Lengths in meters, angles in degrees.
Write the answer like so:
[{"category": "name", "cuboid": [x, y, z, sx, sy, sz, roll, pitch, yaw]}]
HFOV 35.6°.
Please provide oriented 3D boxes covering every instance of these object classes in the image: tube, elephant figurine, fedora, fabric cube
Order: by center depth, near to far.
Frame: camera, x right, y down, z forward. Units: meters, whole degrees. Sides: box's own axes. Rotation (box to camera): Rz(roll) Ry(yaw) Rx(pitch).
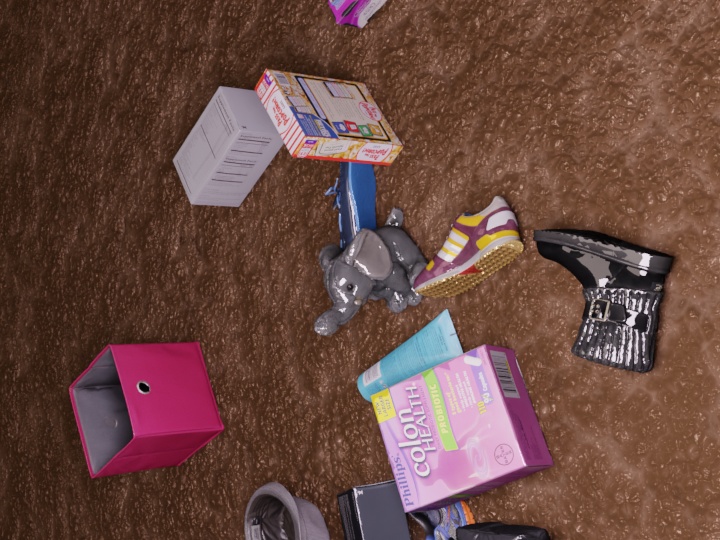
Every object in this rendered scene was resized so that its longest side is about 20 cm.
[{"category": "elephant figurine", "cuboid": [0.000, 0.000, 1.694, 0.155, 0.200, 0.142, 49, 125, 37]}, {"category": "tube", "cuboid": [0.076, 0.140, 1.727, 0.200, 0.050, 0.078, -37, 67, 37]}, {"category": "fedora", "cuboid": [-0.117, 0.449, 1.908, 0.200, 0.090, 0.177, 6, 93, 55]}, {"category": "fabric cube", "cuboid": [-0.416, 0.267, 2.170, 0.200, 0.199, 0.197, -41, 59, 41]}]

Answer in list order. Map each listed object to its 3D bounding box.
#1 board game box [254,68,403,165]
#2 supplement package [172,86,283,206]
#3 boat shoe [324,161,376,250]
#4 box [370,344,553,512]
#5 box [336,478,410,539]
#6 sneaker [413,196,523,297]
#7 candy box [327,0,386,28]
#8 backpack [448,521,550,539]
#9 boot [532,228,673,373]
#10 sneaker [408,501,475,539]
[{"category": "board game box", "cuboid": [-0.048, -0.239, 1.752, 0.046, 0.200, 0.152, -52, 53, 35]}, {"category": "supplement package", "cuboid": [-0.237, -0.222, 2.036, 0.200, 0.109, 0.114, -48, 55, 37]}, {"category": "boat shoe", "cuboid": [-0.021, -0.106, 1.806, 0.069, 0.084, 0.200, -4, 84, 37]}, {"category": "box", "cuboid": [0.139, 0.223, 1.572, 0.200, 0.097, 0.176, -27, 68, 27]}, {"category": "box", "cuboid": [0.029, 0.430, 1.714, 0.141, 0.079, 0.200, 123, 137, -73]}, {"category": "sneaker", "cuboid": [0.151, -0.031, 1.628, 0.200, 0.075, 0.090, -31, 59, 37]}, {"category": "candy box", "cuboid": [-0.012, -0.516, 1.818, 0.136, 0.061, 0.200, -41, 61, 41]}, {"category": "backpack", "cuboid": [0.205, 0.448, 1.515, 0.167, 0.126, 0.200, -12, 81, 60]}, {"category": "boot", "cuboid": [0.297, 0.034, 1.447, 0.211, 0.079, 0.158, 22, 106, 46]}, {"category": "sneaker", "cuboid": [0.098, 0.327, 1.672, 0.075, 0.078, 0.200, -55, 52, 32]}]
